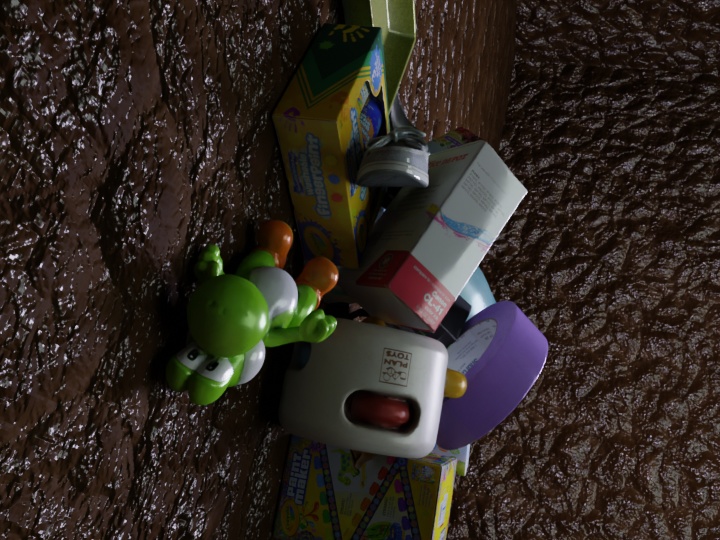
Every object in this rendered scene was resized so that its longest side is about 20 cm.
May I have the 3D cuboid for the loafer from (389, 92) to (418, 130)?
[{"bbox_3d":[0.058,-0.206,1.042,0.201,0.071,0.074,76,27,-56],"label":"loafer"}]

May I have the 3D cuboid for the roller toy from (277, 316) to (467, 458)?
[{"bbox_3d":[0.007,0.123,0.791,0.182,0.196,0.143,25,74,-61],"label":"roller toy"}]

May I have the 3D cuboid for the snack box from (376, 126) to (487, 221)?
[{"bbox_3d":[0.096,-0.097,1.061,0.197,0.068,0.171,-28,136,-23],"label":"snack box"}]

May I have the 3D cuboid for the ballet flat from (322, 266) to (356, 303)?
[{"bbox_3d":[0.000,0.000,0.948,0.200,0.061,0.069,-53,149,-63],"label":"ballet flat"}]

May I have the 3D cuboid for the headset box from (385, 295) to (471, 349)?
[{"bbox_3d":[0.057,0.098,0.976,0.201,0.093,0.174,-49,175,18],"label":"headset box"}]

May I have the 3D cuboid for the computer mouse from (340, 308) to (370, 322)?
[{"bbox_3d":[0.013,0.034,0.956,0.200,0.057,0.035,-42,125,-51],"label":"computer mouse"}]

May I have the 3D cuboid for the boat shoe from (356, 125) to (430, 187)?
[{"bbox_3d":[0.038,-0.120,0.732,0.202,0.073,0.066,-38,129,-76],"label":"boat shoe"}]

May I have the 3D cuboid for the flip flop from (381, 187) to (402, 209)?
[{"bbox_3d":[0.059,-0.116,0.929,0.081,0.200,0.058,-37,-167,40],"label":"flip flop"}]

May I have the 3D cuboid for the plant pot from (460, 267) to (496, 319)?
[{"bbox_3d":[0.149,0.041,1.335,0.190,0.196,0.202,64,34,-39],"label":"plant pot"}]

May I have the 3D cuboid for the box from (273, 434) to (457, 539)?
[{"bbox_3d":[0.016,0.288,0.909,0.200,0.188,0.125,42,58,-72],"label":"box"}]

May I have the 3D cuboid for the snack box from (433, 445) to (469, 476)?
[{"bbox_3d":[0.229,0.456,1.924,0.053,0.139,0.204,-57,152,-55],"label":"snack box"}]

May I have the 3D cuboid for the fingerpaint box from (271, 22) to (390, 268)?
[{"bbox_3d":[-0.020,-0.134,0.777,0.202,0.072,0.169,82,22,-47],"label":"fingerpaint box"}]

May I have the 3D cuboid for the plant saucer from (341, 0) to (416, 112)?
[{"bbox_3d":[0.024,-0.326,0.894,0.202,0.047,0.203,81,22,-50],"label":"plant saucer"}]

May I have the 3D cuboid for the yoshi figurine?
[{"bbox_3d":[-0.084,0.024,0.577,0.201,0.110,0.114,-55,134,-56],"label":"yoshi figurine"}]

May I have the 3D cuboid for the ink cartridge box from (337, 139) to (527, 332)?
[{"bbox_3d":[0.078,-0.038,0.810,0.201,0.086,0.147,-52,-161,-14],"label":"ink cartridge box"}]

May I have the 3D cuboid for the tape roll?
[{"bbox_3d":[0.149,0.135,0.925,0.200,0.066,0.200,-45,-172,8],"label":"tape roll"}]
